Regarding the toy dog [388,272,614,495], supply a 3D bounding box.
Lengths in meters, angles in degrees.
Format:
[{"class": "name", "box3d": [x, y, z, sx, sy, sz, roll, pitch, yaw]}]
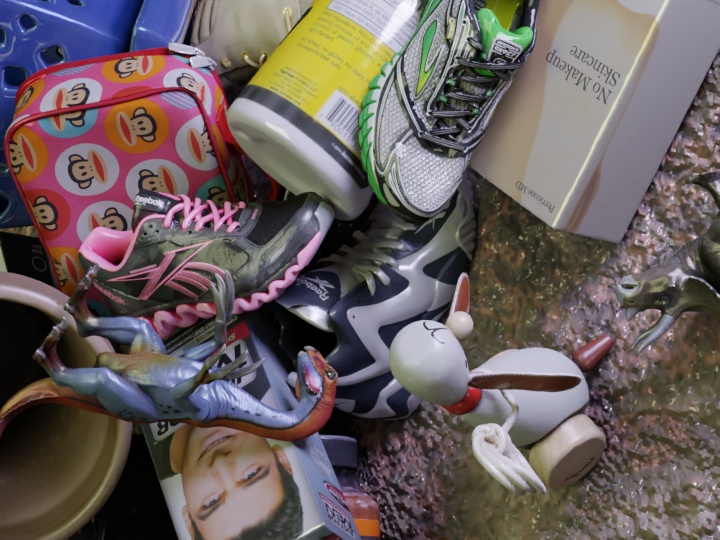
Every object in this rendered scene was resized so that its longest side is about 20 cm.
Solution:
[{"class": "toy dog", "box3d": [0.100, 0.061, 1.199, 0.132, 0.200, 0.096, 42, 96, 13]}]

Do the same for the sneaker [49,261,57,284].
[{"class": "sneaker", "box3d": [-0.162, -0.011, 1.510, 0.199, 0.099, 0.071, -13, 72, 41]}]

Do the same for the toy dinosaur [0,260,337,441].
[{"class": "toy dinosaur", "box3d": [-0.114, 0.069, 1.265, 0.200, 0.181, 0.105, -51, 9, 43]}]

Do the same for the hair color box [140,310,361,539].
[{"class": "hair color box", "box3d": [-0.080, 0.125, 1.300, 0.099, 0.061, 0.201, -33, 51, 10]}]

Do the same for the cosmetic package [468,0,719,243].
[{"class": "cosmetic package", "box3d": [0.155, -0.130, 1.235, 0.105, 0.071, 0.201, 38, 109, 42]}]

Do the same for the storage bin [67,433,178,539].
[{"class": "storage bin", "box3d": [-0.171, 0.225, 1.453, 0.093, 0.135, 0.202, 4, 86, 45]}]

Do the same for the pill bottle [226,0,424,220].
[{"class": "pill bottle", "box3d": [0.011, -0.144, 1.308, 0.114, 0.114, 0.200, 27, 74, 43]}]

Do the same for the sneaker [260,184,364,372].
[{"class": "sneaker", "box3d": [-0.039, 0.015, 1.421, 0.088, 0.075, 0.202, -133, 52, -71]}]

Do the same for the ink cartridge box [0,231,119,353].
[{"class": "ink cartridge box", "box3d": [-0.242, 0.065, 1.576, 0.039, 0.099, 0.201, -37, 60, 32]}]

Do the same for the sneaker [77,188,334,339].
[{"class": "sneaker", "box3d": [-0.110, -0.018, 1.311, 0.199, 0.096, 0.079, -22, 24, 31]}]

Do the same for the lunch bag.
[{"class": "lunch bag", "box3d": [-0.145, -0.057, 1.385, 0.175, 0.201, 0.082, -10, 35, 6]}]

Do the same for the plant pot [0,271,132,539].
[{"class": "plant pot", "box3d": [-0.264, 0.080, 1.382, 0.175, 0.199, 0.202, -120, 51, -71]}]

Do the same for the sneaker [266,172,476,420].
[{"class": "sneaker", "box3d": [0.000, 0.000, 1.326, 0.079, 0.129, 0.201, 26, 102, 42]}]

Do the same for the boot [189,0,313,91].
[{"class": "boot", "box3d": [-0.055, -0.153, 1.445, 0.155, 0.072, 0.202, -24, 65, 39]}]

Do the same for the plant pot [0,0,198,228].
[{"class": "plant pot", "box3d": [-0.225, -0.148, 1.487, 0.200, 0.178, 0.201, -86, 8, -62]}]

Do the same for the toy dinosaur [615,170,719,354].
[{"class": "toy dinosaur", "box3d": [0.247, -0.013, 1.139, 0.199, 0.077, 0.103, -7, 90, 39]}]

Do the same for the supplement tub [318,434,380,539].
[{"class": "supplement tub", "box3d": [-0.038, 0.216, 1.345, 0.106, 0.107, 0.202, -8, 77, 43]}]

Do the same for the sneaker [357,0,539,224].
[{"class": "sneaker", "box3d": [0.060, -0.126, 1.223, 0.085, 0.078, 0.201, 16, 88, 64]}]
